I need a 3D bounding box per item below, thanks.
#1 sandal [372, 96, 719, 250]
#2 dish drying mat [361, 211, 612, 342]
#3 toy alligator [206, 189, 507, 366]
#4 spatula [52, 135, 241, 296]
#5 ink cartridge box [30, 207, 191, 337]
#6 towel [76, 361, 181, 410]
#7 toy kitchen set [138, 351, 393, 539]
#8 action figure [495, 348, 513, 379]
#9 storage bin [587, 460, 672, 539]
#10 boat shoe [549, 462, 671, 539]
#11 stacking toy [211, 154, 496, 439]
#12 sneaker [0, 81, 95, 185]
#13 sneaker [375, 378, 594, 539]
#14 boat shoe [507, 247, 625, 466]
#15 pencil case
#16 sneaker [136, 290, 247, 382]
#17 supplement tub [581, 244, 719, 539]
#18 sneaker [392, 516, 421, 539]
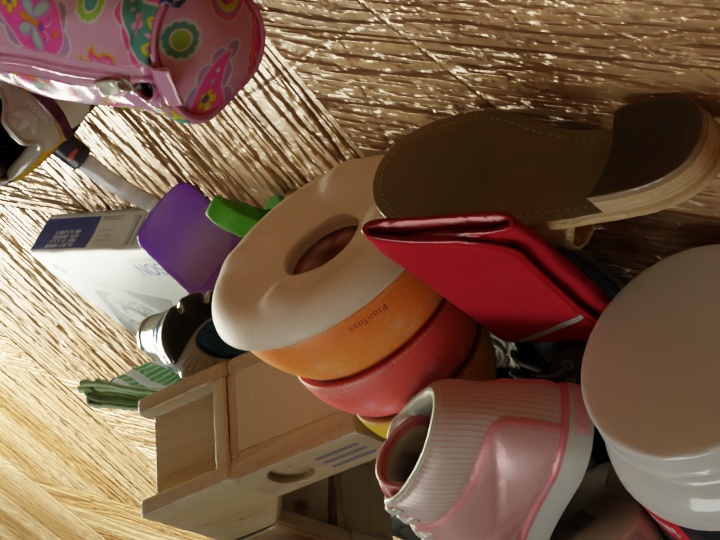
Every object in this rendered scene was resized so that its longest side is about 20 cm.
[{"bbox_3d":[0.100,-0.033,1.062,0.211,0.078,0.070,-5,144,46],"label":"sandal"},{"bbox_3d":[0.072,0.006,1.083,0.077,0.018,0.200,-2,165,22],"label":"dish drying mat"},{"bbox_3d":[0.000,0.000,1.311,0.200,0.059,0.054,27,-157,-6],"label":"toy alligator"},{"bbox_3d":[-0.162,-0.061,1.376,0.200,0.057,0.021,38,-165,-7],"label":"spatula"},{"bbox_3d":[-0.107,0.027,1.523,0.200,0.041,0.199,39,157,-29],"label":"ink cartridge box"},{"bbox_3d":[-0.102,0.084,1.515,0.152,0.023,0.200,4,-179,7],"label":"towel"},{"bbox_3d":[-0.006,0.153,1.336,0.180,0.164,0.200,-25,147,34],"label":"toy kitchen set"},{"bbox_3d":[0.082,0.141,1.363,0.130,0.069,0.200,-131,36,-51],"label":"action figure"},{"bbox_3d":[0.145,0.181,1.443,0.145,0.135,0.200,31,159,-10],"label":"storage bin"},{"bbox_3d":[0.143,0.157,1.210,0.069,0.072,0.200,53,173,-5],"label":"boat shoe"},{"bbox_3d":[0.025,0.049,1.202,0.146,0.146,0.200,1,134,51],"label":"stacking toy"},{"bbox_3d":[-0.219,-0.088,1.286,0.075,0.090,0.200,45,150,-11],"label":"sneaker"},{"bbox_3d":[0.052,0.127,1.173,0.104,0.075,0.200,7,137,-10],"label":"sneaker"},{"bbox_3d":[0.122,0.049,1.235,0.072,0.072,0.200,8,153,42],"label":"boat shoe"},{"bbox_3d":[-0.146,-0.127,1.129,0.200,0.088,0.087,13,156,37],"label":"pencil case"},{"bbox_3d":[-0.053,0.048,1.413,0.200,0.075,0.087,13,173,-29],"label":"sneaker"},{"bbox_3d":[0.211,0.091,1.125,0.140,0.141,0.200,9,154,41],"label":"supplement tub"},{"bbox_3d":[0.021,0.164,1.662,0.200,0.071,0.099,25,159,-11],"label":"sneaker"}]
